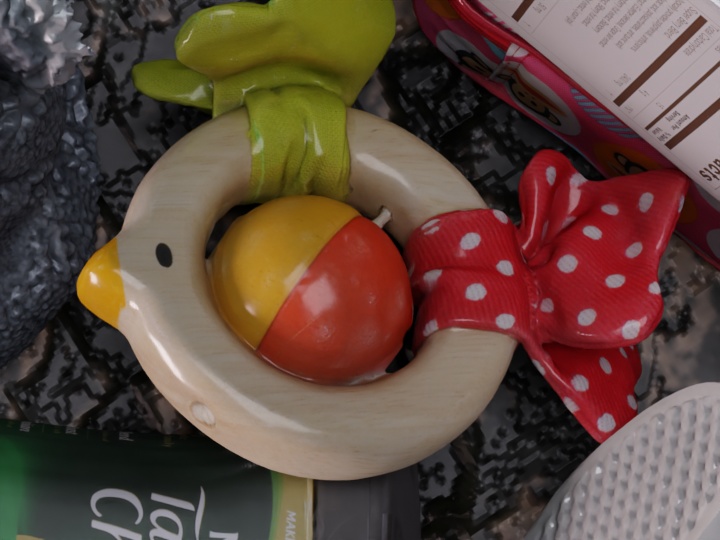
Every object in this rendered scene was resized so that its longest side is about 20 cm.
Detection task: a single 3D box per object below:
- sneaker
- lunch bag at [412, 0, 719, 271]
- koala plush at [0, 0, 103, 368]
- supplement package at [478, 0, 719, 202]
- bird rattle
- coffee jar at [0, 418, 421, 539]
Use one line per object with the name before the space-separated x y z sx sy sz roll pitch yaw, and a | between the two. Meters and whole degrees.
sneaker | 0.083 0.123 0.816 0.079 0.079 0.200 27 115 -25
lunch bag | 0.137 -0.104 0.874 0.200 0.082 0.176 36 77 -1
koala plush | -0.155 -0.054 0.777 0.177 0.200 0.184 -16 85 -7
supplement package | 0.125 -0.104 0.768 0.200 0.120 0.121 39 76 0
bird rattle | 0.000 0.000 0.819 0.200 0.113 0.163 43 58 -2
coffee jar | -0.080 0.096 0.822 0.199 0.085 0.105 1 83 -5
